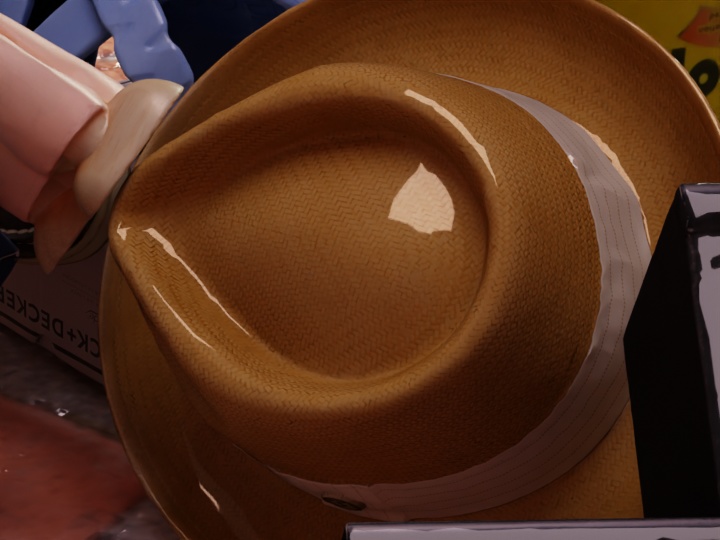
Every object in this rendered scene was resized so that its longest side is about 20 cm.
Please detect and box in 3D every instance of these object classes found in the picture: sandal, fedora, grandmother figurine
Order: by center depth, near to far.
[{"bbox_3d":[0.000,0.000,0.726,0.200,0.202,0.082,20,-3,32],"label":"fedora"},{"bbox_3d":[-0.149,-0.080,0.748,0.200,0.121,0.061,37,47,-6],"label":"grandmother figurine"},{"bbox_3d":[-0.100,-0.074,0.869,0.199,0.080,0.087,2,59,26],"label":"sandal"}]

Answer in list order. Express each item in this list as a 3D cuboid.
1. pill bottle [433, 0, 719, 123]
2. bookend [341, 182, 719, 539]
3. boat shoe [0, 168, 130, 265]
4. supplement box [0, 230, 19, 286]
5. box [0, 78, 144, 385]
[{"bbox_3d":[0.067,-0.053,0.827,0.109,0.201,0.109,2,25,-1],"label":"pill bottle"},{"bbox_3d":[0.075,0.066,0.606,0.197,0.092,0.201,0,61,-6],"label":"bookend"},{"bbox_3d":[-0.160,-0.053,0.837,0.199,0.074,0.065,23,13,28],"label":"boat shoe"},{"bbox_3d":[-0.237,-0.028,0.714,0.199,0.200,0.135,22,73,35],"label":"supplement box"},{"bbox_3d":[-0.026,-0.026,0.923,0.199,0.060,0.116,-20,33,-37],"label":"box"}]
